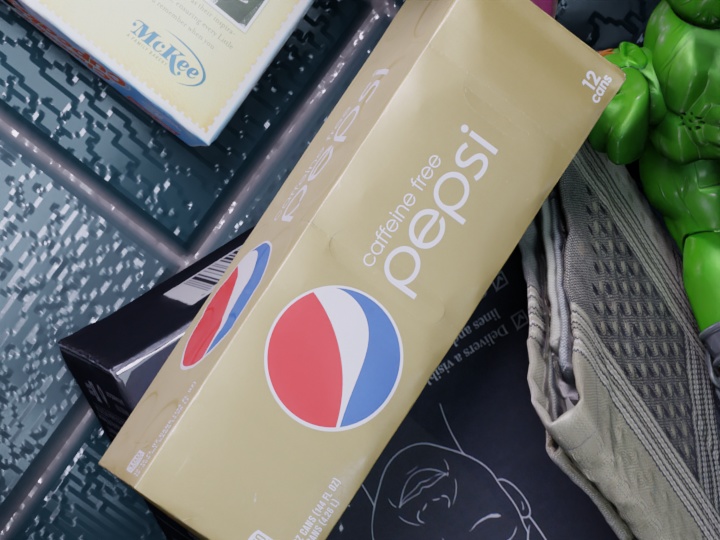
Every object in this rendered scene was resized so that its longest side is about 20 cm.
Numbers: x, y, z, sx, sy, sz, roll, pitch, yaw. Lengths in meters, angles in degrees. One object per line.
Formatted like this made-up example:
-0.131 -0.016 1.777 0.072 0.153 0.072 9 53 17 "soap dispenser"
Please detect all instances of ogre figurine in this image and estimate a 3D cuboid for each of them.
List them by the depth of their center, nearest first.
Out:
0.134 -0.044 0.875 0.098 0.120 0.200 -29 140 0 "ogre figurine"

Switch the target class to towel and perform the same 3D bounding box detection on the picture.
0.102 0.051 0.905 0.034 0.193 0.200 -22 125 19 "towel"

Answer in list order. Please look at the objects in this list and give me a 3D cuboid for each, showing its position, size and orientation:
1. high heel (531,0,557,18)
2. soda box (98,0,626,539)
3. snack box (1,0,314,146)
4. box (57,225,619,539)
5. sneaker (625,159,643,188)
0.016 -0.141 0.912 0.096 0.067 0.201 11 63 -28 "high heel"
0.000 0.000 0.831 0.064 0.068 0.201 35 83 -14 "soda box"
-0.101 -0.150 0.916 0.200 0.037 0.116 38 82 -16 "snack box"
0.009 0.077 0.931 0.148 0.107 0.201 -31 101 -13 "box"
0.190 -0.053 0.989 0.198 0.083 0.071 8 93 -15 "sneaker"
